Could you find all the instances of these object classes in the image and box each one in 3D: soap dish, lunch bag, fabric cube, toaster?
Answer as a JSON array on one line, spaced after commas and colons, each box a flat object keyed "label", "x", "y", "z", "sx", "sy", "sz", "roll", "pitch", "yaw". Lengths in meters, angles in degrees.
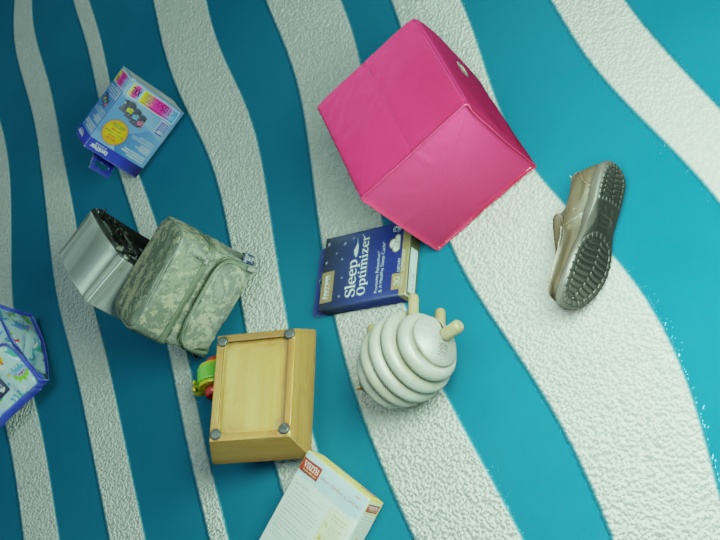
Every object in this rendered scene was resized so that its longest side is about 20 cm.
[{"label": "soap dish", "x": -0.149, "y": 0.182, "z": 1.491, "sx": 0.156, "sy": 0.081, "sz": 0.202, "roll": -6, "pitch": 63, "yaw": 14}, {"label": "lunch bag", "x": -0.713, "y": 0.197, "z": 1.982, "sx": 0.170, "sy": 0.127, "sz": 0.201, "roll": -43, "pitch": 60, "yaw": 13}, {"label": "lunch bag", "x": -0.284, "y": 0.031, "z": 1.656, "sx": 0.201, "sy": 0.167, "sz": 0.139, "roll": -61, "pitch": 33, "yaw": 0}, {"label": "fabric cube", "x": 0.092, "y": -0.191, "z": 1.419, "sx": 0.200, "sy": 0.196, "sz": 0.200, "roll": -40, "pitch": 48, "yaw": 18}, {"label": "toaster", "x": -0.423, "y": -0.004, "z": 1.772, "sx": 0.119, "sy": 0.200, "sz": 0.181, "roll": -49, "pitch": 47, "yaw": 4}]

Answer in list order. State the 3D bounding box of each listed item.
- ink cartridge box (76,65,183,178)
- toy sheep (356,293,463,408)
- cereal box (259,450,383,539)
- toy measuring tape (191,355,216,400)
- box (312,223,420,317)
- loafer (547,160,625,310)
[{"label": "ink cartridge box", "x": -0.470, "y": -0.282, "z": 1.994, "sx": 0.200, "sy": 0.136, "sz": 0.076, "roll": -50, "pitch": 41, "yaw": 9}, {"label": "toy sheep", "x": 0.065, "y": 0.113, "z": 1.339, "sx": 0.200, "sy": 0.137, "sz": 0.139, "roll": -43, "pitch": 44, "yaw": 41}, {"label": "cereal box", "x": -0.068, "y": 0.372, "z": 1.386, "sx": 0.143, "sy": 0.039, "sz": 0.201, "roll": 29, "pitch": 89, "yaw": 45}, {"label": "toy measuring tape", "x": -0.200, "y": 0.159, "z": 1.586, "sx": 0.199, "sy": 0.073, "sz": 0.074, "roll": -25, "pitch": 54, "yaw": 30}, {"label": "box", "x": 0.000, "y": 0.000, "z": 1.520, "sx": 0.199, "sy": 0.032, "sz": 0.122, "roll": -13, "pitch": 61, "yaw": 37}, {"label": "loafer", "x": 0.282, "y": -0.043, "z": 1.279, "sx": 0.071, "sy": 0.073, "sz": 0.202, "roll": 2, "pitch": 65, "yaw": 52}]
